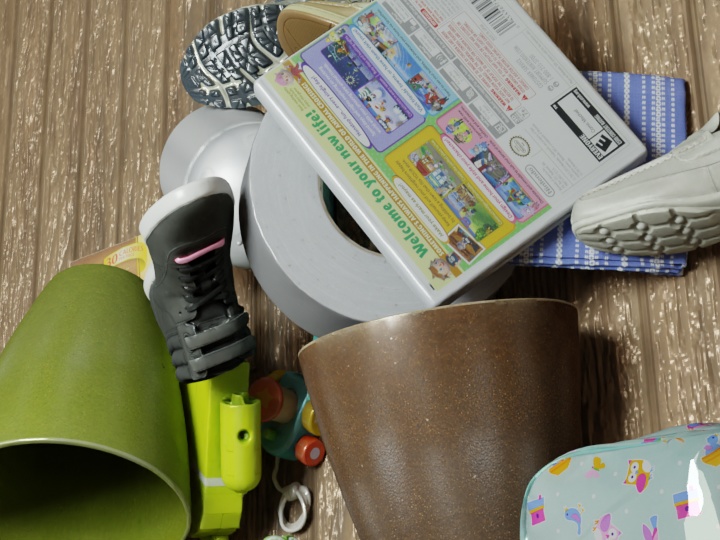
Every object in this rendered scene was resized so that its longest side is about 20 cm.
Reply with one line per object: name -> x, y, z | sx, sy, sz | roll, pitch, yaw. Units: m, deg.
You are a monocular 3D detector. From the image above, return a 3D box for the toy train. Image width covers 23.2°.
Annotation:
toy train -> -0.016, 0.101, 1.298 | 0.199, 0.055, 0.151 | -37, 49, 29

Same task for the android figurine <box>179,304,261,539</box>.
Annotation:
android figurine -> -0.114, 0.120, 1.353 | 0.182, 0.041, 0.203 | -156, 66, -71

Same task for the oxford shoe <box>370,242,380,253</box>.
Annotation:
oxford shoe -> -0.001, -0.078, 1.334 | 0.070, 0.074, 0.202 | -14, 63, 16

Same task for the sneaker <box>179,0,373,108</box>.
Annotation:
sneaker -> -0.050, -0.187, 1.408 | 0.198, 0.086, 0.078 | -27, 90, 2

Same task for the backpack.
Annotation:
backpack -> 0.192, 0.155, 1.007 | 0.199, 0.126, 0.169 | -13, 68, 46

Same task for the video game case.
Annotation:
video game case -> 0.058, -0.098, 1.157 | 0.181, 0.022, 0.201 | -35, 73, -13

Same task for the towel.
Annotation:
towel -> 0.118, -0.067, 1.168 | 0.197, 0.024, 0.146 | 3, 69, 1

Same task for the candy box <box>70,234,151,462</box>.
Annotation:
candy box -> -0.201, 0.079, 1.498 | 0.115, 0.055, 0.202 | -18, 62, 38

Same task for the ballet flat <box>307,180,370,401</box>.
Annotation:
ballet flat -> 0.000, 0.000, 1.255 | 0.070, 0.070, 0.202 | -10, 71, 43

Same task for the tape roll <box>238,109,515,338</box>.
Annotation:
tape roll -> 0.017, -0.048, 1.206 | 0.066, 0.198, 0.203 | 119, 158, -70

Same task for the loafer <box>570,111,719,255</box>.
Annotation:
loafer -> 0.225, -0.061, 1.093 | 0.198, 0.070, 0.070 | -15, 59, 21

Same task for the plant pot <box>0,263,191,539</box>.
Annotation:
plant pot -> -0.213, 0.100, 1.355 | 0.186, 0.187, 0.202 | -30, 41, 34

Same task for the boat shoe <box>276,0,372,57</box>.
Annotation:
boat shoe -> 0.035, -0.158, 1.295 | 0.198, 0.074, 0.063 | 22, 53, 10

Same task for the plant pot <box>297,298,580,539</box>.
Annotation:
plant pot -> 0.064, 0.138, 1.125 | 0.186, 0.186, 0.202 | -19, 74, 40

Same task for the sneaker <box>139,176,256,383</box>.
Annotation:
sneaker -> -0.105, 0.013, 1.207 | 0.100, 0.070, 0.200 | 63, 162, 18

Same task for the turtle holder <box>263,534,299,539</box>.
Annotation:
turtle holder -> -0.130, 0.263, 1.283 | 0.186, 0.140, 0.132 | -46, 45, 23

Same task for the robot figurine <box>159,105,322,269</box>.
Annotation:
robot figurine -> -0.093, -0.068, 1.385 | 0.170, 0.113, 0.200 | -52, 24, 1
